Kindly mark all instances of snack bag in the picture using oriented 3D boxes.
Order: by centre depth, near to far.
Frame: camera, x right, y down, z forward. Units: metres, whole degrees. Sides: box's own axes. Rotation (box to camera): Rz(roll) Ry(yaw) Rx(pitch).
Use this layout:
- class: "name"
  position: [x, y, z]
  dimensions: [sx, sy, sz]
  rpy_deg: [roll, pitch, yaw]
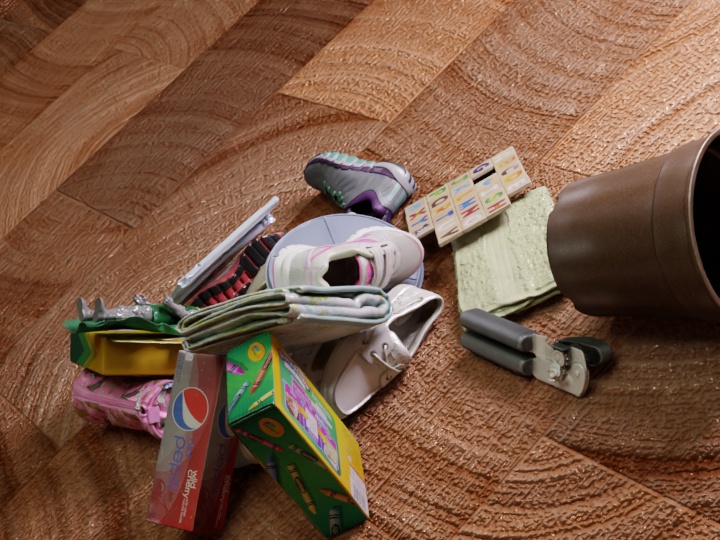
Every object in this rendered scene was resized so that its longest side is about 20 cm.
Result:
- class: "snack bag"
  position: [-0.185, -0.018, 1.857]
  dimensions: [0.189, 0.021, 0.200]
  rpy_deg: [-43, 1, -20]

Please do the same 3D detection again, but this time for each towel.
- class: "towel"
  position: [-0.083, 0.055, 1.550]
  dimensions: [0.171, 0.200, 0.048]
  rpy_deg: [-16, 77, 31]
- class: "towel"
  position: [0.177, -0.018, 1.649]
  dimensions: [0.148, 0.036, 0.200]
  rpy_deg: [-24, 35, 16]

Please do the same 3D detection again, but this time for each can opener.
- class: "can opener"
  position: [0.186, 0.086, 1.511]
  dimensions: [0.066, 0.053, 0.200]
  rpy_deg: [-14, 21, -36]

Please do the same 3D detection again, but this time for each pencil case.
- class: "pencil case"
  position: [-0.292, 0.170, 1.787]
  dimensions: [0.200, 0.087, 0.083]
  rpy_deg: [5, 44, 48]

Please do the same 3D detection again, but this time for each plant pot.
- class: "plant pot"
  position: [0.313, -0.033, 1.423]
  dimensions: [0.198, 0.200, 0.200]
  rpy_deg: [-10, 40, 47]

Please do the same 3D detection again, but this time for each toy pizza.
- class: "toy pizza"
  position: [-0.020, 0.006, 1.749]
  dimensions: [0.200, 0.032, 0.200]
  rpy_deg: [0, 47, 1]

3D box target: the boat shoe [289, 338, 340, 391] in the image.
- class: "boat shoe"
  position: [-0.056, 0.144, 1.629]
  dimensions: [0.070, 0.071, 0.200]
  rpy_deg: [-25, 28, 25]

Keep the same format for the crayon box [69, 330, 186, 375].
- class: "crayon box"
  position: [-0.291, 0.105, 1.799]
  dimensions: [0.200, 0.127, 0.051]
  rpy_deg: [-175, 87, -64]

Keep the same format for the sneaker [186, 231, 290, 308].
- class: "sneaker"
  position: [-0.165, 0.011, 1.891]
  dimensions: [0.200, 0.074, 0.087]
  rpy_deg: [-37, 13, -15]

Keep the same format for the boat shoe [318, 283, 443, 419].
- class: "boat shoe"
  position: [0.027, 0.092, 1.613]
  dimensions: [0.069, 0.071, 0.200]
  rpy_deg: [4, 49, 47]

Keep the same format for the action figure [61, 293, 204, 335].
- class: "action figure"
  position: [-0.262, 0.058, 1.760]
  dimensions: [0.118, 0.200, 0.055]
  rpy_deg: [2, 87, 45]

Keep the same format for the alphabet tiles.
- class: "alphabet tiles"
  position: [0.134, -0.088, 1.757]
  dimensions: [0.167, 0.008, 0.200]
  rpy_deg: [-30, 18, 8]

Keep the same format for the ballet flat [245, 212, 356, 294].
- class: "ballet flat"
  position: [-0.077, -0.016, 1.841]
  dimensions: [0.200, 0.069, 0.069]
  rpy_deg: [-28, 33, -2]

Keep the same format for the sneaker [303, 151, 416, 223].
- class: "sneaker"
  position: [-0.020, -0.109, 1.911]
  dimensions: [0.200, 0.074, 0.088]
  rpy_deg: [7, 57, 46]

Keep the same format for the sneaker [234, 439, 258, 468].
- class: "sneaker"
  position: [-0.172, 0.168, 1.692]
  dimensions: [0.131, 0.080, 0.200]
  rpy_deg: [-23, 34, 16]

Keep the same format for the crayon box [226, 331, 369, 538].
- class: "crayon box"
  position: [-0.067, 0.176, 1.474]
  dimensions: [0.058, 0.200, 0.119]
  rpy_deg: [-27, 34, 13]

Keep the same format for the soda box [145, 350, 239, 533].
- class: "soda box"
  position: [-0.183, 0.196, 1.587]
  dimensions: [0.070, 0.063, 0.200]
  rpy_deg: [7, 83, 29]

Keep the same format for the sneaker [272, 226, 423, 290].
- class: "sneaker"
  position: [0.000, 0.000, 1.644]
  dimensions: [0.200, 0.081, 0.088]
  rpy_deg: [-15, 17, -32]
